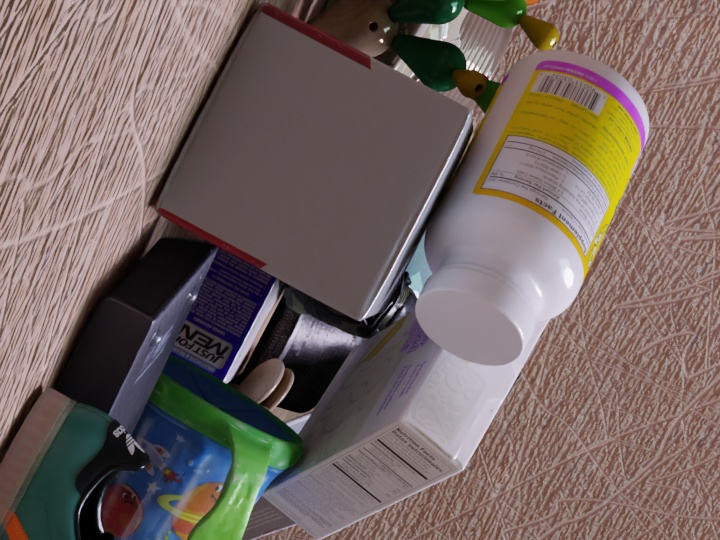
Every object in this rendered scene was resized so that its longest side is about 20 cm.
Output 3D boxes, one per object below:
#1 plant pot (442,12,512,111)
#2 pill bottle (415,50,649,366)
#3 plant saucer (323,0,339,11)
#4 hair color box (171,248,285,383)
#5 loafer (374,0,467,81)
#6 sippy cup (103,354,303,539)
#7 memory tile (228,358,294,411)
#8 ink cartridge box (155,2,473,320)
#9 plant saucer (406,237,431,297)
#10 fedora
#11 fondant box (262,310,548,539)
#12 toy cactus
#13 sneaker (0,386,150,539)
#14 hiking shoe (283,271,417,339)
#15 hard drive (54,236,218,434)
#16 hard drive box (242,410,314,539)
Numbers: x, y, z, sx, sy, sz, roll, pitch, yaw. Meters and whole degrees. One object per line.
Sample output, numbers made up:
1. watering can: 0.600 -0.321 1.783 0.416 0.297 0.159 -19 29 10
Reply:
1. plant pot: 0.059 -0.182 1.835 0.201 0.093 0.201 -58 -168 20
2. pill bottle: 0.105 -0.038 1.445 0.200 0.104 0.104 -62 177 -33
3. plant saucer: 0.008 -0.209 1.726 0.200 0.031 0.200 -62 177 -5
4. hair color box: -0.076 -0.019 1.702 0.200 0.065 0.109 -61 177 5
5. loafer: 0.033 -0.169 1.630 0.200 0.076 0.068 -54 140 -4
6. sippy cup: -0.128 0.138 1.538 0.130 0.140 0.178 -59 174 4
7. memory tile: -0.128 0.155 1.678 0.153 0.017 0.200 -26 -153 37
8. ink cartridge box: -0.022 -0.064 1.429 0.145 0.145 0.200 -63 177 1
9. plant saucer: 0.032 -0.025 1.756 0.200 0.036 0.200 166 -90 -83
10. fedora: -0.049 0.042 1.835 0.201 0.091 0.201 -50 -154 35
11. fondant box: 0.030 0.090 1.533 0.200 0.058 0.144 -32 -160 54
12. toy cactus: 0.034 -0.184 1.533 0.165 0.200 0.102 -17 -149 30
13. sneaker: -0.189 0.172 1.302 0.200 0.080 0.071 -64 178 7
14. hiking shoe: 0.000 0.000 1.625 0.076 0.101 0.200 -62 173 -12
15. hard drive: -0.157 0.078 1.396 0.200 0.042 0.135 -63 176 27
16. hard drive box: -0.044 0.154 1.788 0.156 0.077 0.200 -23 176 40
